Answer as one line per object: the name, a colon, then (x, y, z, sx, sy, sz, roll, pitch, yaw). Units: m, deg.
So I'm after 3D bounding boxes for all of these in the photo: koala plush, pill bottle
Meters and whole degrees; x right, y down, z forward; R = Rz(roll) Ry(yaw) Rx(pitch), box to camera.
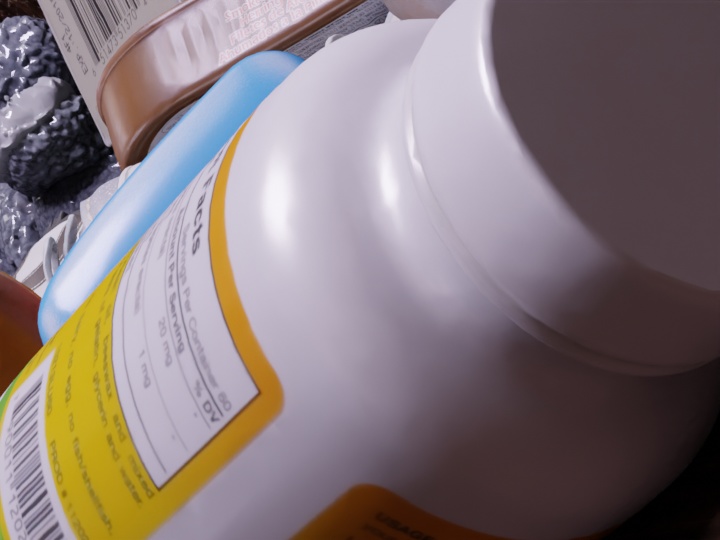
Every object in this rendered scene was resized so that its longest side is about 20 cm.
koala plush: (-0.098, -0.021, 1.156, 0.184, 0.177, 0.200, -68, 13, -18)
pill bottle: (0.006, 0.019, 0.551, 0.200, 0.111, 0.111, -44, 12, 46)

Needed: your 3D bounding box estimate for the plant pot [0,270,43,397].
plant pot: (-0.165, 0.068, 0.769, 0.189, 0.201, 0.201, -10, 41, 57)

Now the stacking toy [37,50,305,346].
stacking toy: (-0.019, 0.025, 0.764, 0.110, 0.116, 0.200, -51, -3, -8)

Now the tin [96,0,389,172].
tin: (-0.002, -0.082, 0.967, 0.200, 0.042, 0.112, -29, -24, 20)

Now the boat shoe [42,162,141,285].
boat shoe: (-0.073, 0.025, 0.906, 0.065, 0.074, 0.202, -21, -16, -6)

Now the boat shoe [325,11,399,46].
boat shoe: (0.033, -0.057, 0.836, 0.086, 0.075, 0.202, -37, 9, -20)

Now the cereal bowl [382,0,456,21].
cereal bowl: (0.093, -0.102, 0.584, 0.200, 0.083, 0.200, -34, -1, -1)

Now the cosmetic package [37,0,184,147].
cosmetic package: (-0.018, -0.128, 1.064, 0.200, 0.087, 0.103, -17, -16, -33)

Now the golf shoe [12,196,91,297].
golf shoe: (-0.119, 0.039, 1.028, 0.200, 0.078, 0.095, -28, 32, 46)
